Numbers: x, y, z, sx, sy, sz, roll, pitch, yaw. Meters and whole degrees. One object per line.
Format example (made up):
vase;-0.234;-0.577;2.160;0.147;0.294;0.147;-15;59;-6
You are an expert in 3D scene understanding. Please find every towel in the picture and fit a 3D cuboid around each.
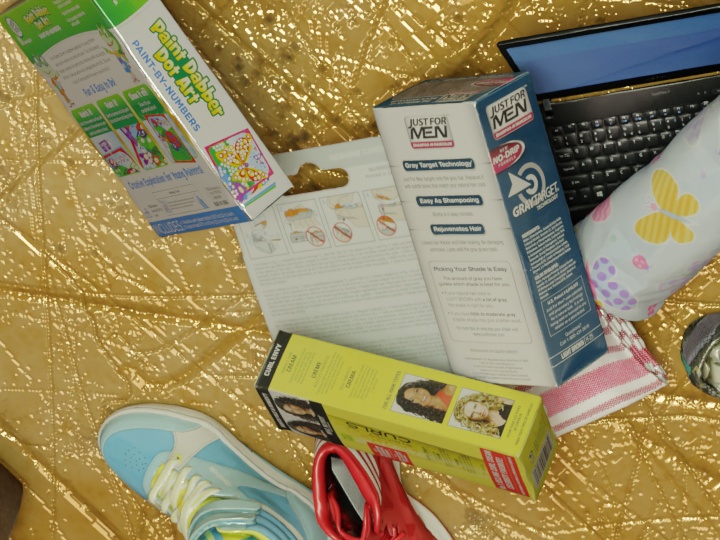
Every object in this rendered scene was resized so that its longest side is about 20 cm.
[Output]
towel;0.104;0.033;1.671;0.146;0.030;0.200;-29;104;37

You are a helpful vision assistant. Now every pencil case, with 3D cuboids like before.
pencil case;0.221;-0.050;1.552;0.083;0.091;0.200;52;129;9

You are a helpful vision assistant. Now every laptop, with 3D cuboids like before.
laptop;0.201;-0.086;1.581;0.176;0.103;0.201;-8;110;15

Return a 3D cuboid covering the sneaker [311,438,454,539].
sneaker;0.011;0.201;1.729;0.078;0.116;0.201;-24;105;20

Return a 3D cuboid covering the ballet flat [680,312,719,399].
ballet flat;0.320;0.062;1.637;0.199;0.072;0.072;-4;111;13

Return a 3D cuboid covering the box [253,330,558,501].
box;0.032;0.098;1.625;0.199;0.050;0.075;14;154;21

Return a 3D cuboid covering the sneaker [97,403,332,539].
sneaker;-0.118;0.171;1.729;0.199;0.131;0.080;26;110;9

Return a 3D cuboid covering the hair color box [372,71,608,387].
hair color box;0.087;-0.026;1.568;0.100;0.060;0.201;1;114;47

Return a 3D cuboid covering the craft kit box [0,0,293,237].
craft kit box;-0.149;-0.116;1.601;0.048;0.200;0.198;-43;104;-18

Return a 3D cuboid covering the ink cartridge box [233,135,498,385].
ink cartridge box;0.000;0.000;1.668;0.160;0.047;0.201;-8;110;33

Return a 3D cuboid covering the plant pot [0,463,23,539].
plant pot;-0.361;0.162;1.771;0.199;0.187;0.187;24;115;-16
